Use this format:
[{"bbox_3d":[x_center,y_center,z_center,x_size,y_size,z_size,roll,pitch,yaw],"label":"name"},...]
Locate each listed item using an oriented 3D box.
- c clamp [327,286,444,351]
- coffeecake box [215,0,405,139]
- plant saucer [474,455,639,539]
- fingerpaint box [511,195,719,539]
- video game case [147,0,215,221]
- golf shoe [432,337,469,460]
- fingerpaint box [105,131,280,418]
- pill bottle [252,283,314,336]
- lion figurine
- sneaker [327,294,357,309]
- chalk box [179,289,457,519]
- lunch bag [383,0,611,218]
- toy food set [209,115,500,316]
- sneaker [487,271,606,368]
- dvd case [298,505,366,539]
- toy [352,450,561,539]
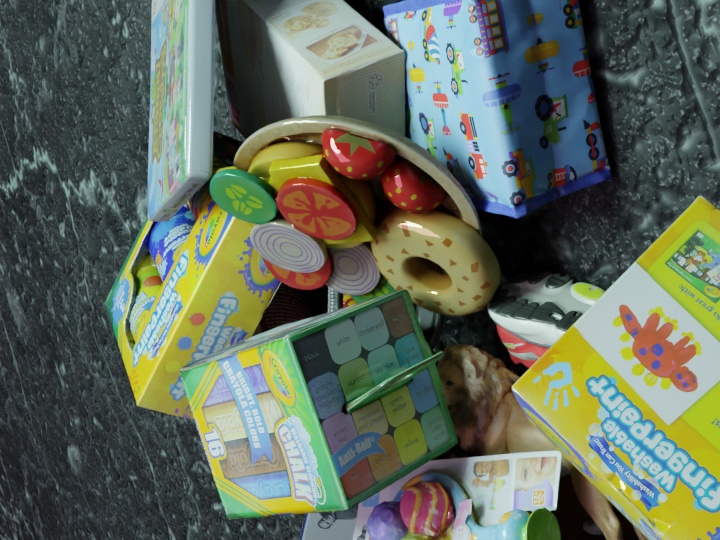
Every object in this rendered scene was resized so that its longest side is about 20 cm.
[{"bbox_3d":[0.000,0.000,0.901,0.169,0.027,0.203,-19,60,27],"label":"c clamp"},{"bbox_3d":[-0.044,-0.147,0.880,0.200,0.072,0.155,49,153,40],"label":"coffeecake box"},{"bbox_3d":[0.169,0.205,0.847,0.199,0.032,0.203,25,124,43],"label":"plant saucer"},{"bbox_3d":[0.216,0.087,0.616,0.200,0.167,0.073,43,176,31],"label":"fingerpaint box"},{"bbox_3d":[-0.144,-0.153,0.849,0.182,0.022,0.204,159,112,-69],"label":"video game case"},{"bbox_3d":[0.049,0.154,0.878,0.077,0.087,0.203,122,148,-67],"label":"golf shoe"},{"bbox_3d":[-0.144,-0.001,0.949,0.202,0.073,0.167,-60,34,17],"label":"fingerpaint box"},{"bbox_3d":[-0.094,0.068,1.026,0.201,0.111,0.114,-113,28,-47],"label":"pill bottle"},{"bbox_3d":[0.136,0.128,0.785,0.198,0.072,0.125,10,103,34],"label":"lion figurine"},{"bbox_3d":[0.008,0.062,0.961,0.072,0.077,0.204,5,98,6],"label":"sneaker"},{"bbox_3d":[-0.019,0.097,0.780,0.199,0.123,0.126,-18,91,50],"label":"chalk box"},{"bbox_3d":[0.073,-0.128,0.784,0.199,0.093,0.153,11,117,60],"label":"lunch bag"},{"bbox_3d":[-0.006,-0.034,0.779,0.195,0.049,0.200,-4,141,34],"label":"toy food set"},{"bbox_3d":[0.176,0.062,0.756,0.199,0.077,0.086,26,145,49],"label":"sneaker"},{"bbox_3d":[0.021,0.239,0.981,0.025,0.148,0.202,-85,7,-52],"label":"dvd case"},{"bbox_3d":[0.050,0.187,0.764,0.198,0.047,0.117,-13,60,43],"label":"toy"}]
